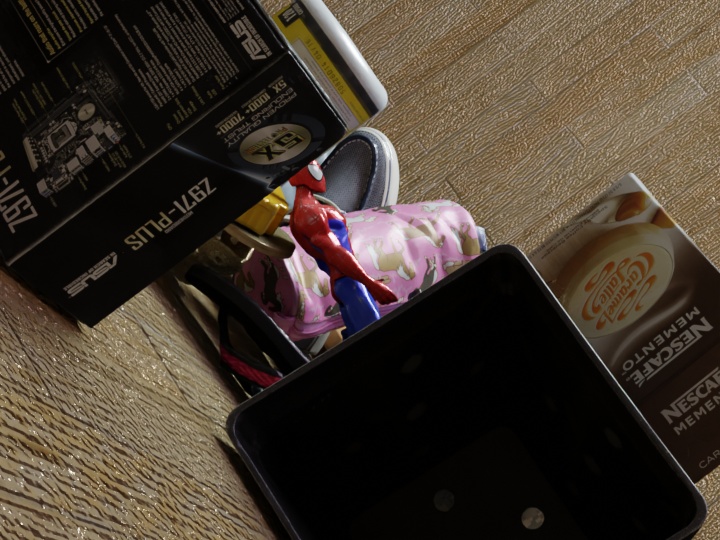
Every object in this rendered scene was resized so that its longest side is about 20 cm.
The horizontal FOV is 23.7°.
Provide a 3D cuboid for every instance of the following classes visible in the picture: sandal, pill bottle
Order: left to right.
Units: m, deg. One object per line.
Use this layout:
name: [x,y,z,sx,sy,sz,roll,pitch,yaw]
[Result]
sandal: [-0.108,-0.024,1.205,0.077,0.070,0.212,26,11,-28]
pill bottle: [-0.085,-0.118,1.353,0.112,0.199,0.112,53,2,-3]
sandal: [-0.052,0.074,1.134,0.200,0.045,0.075,46,-7,8]

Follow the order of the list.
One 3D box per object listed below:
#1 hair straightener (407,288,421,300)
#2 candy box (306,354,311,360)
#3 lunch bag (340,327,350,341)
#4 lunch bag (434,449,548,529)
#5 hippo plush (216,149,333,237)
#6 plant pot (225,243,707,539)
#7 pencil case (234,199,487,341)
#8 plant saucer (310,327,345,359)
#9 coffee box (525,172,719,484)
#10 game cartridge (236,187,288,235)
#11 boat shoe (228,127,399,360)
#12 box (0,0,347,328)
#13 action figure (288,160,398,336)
hair straightener: [0.067,0.038,1.128,0.076,0.041,0.200,15,-16,-13]
candy box: [-0.035,0.047,1.679,0.201,0.061,0.136,57,3,36]
lunch bag: [0.068,0.130,1.342,0.150,0.093,0.202,-18,106,-55]
lunch bag: [0.105,0.163,1.201,0.164,0.199,0.118,50,5,-46]
hippo plush: [-0.089,-0.049,1.521,0.198,0.161,0.161,7,-1,-20]
plant pot: [0.066,0.144,1.014,0.201,0.199,0.178,55,-8,26]
pencil case: [0.000,0.000,1.276,0.086,0.199,0.084,17,-68,49]
plant saucer: [0.004,0.111,1.438,0.201,0.032,0.200,59,-9,15]
coffee box: [0.186,0.036,1.096,0.080,0.114,0.200,47,7,-30]
game cartridge: [-0.143,-0.099,1.168,0.199,0.033,0.176,29,10,-16]
boat shoe: [-0.036,-0.028,1.335,0.074,0.201,0.093,17,-8,26]
box: [-0.129,-0.105,0.842,0.200,0.163,0.086,55,3,29]
action figure: [-0.003,0.018,1.142,0.201,0.051,0.065,65,-7,-3]
